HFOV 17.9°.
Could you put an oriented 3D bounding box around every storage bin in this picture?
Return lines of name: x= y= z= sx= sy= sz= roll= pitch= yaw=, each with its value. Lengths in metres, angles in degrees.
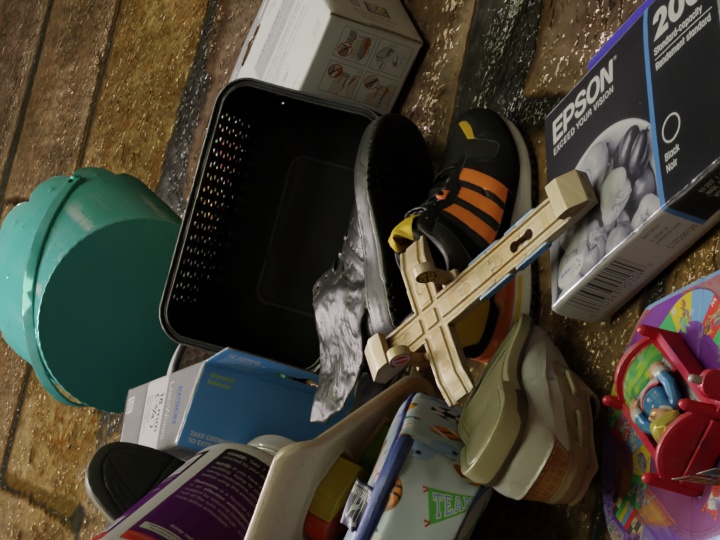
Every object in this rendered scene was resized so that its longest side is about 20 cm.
storage bin: x=-0.051 y=-0.028 z=1.679 sx=0.094 sy=0.135 sz=0.201 roll=11 pitch=-86 yaw=-73

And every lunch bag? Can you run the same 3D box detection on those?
lunch bag: x=0.024 y=0.168 z=1.403 sx=0.200 sy=0.075 sz=0.161 roll=-48 pitch=-18 yaw=-76

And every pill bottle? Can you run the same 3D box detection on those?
pill bottle: x=-0.103 y=0.190 z=1.533 sx=0.200 sy=0.112 sz=0.113 roll=-37 pitch=-13 yaw=-49

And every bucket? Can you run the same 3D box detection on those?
bucket: x=-0.218 y=0.023 z=2.004 sx=0.135 sy=0.207 sz=0.208 roll=32 pitch=106 yaw=62

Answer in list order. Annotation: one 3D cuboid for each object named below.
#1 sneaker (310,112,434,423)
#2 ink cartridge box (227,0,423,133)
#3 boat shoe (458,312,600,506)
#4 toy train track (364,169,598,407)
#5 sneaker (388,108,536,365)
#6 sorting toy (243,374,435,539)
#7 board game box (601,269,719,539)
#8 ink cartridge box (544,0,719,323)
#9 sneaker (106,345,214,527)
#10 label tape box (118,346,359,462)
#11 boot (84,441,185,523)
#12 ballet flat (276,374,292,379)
sneaker: x=0.003 y=0.000 z=1.569 sx=0.104 sy=0.060 sz=0.201 roll=-26 pitch=63 yaw=51
ink cartridge box: x=-0.042 y=-0.143 z=1.831 sx=0.200 sy=0.084 sz=0.176 roll=-65 pitch=23 yaw=23
boat shoe: x=0.103 y=0.088 z=1.359 sx=0.075 sy=0.068 sz=0.200 roll=-60 pitch=4 yaw=21
toy train track: x=0.064 y=0.004 z=1.389 sx=0.200 sy=0.032 sz=0.115 roll=-41 pitch=51 yaw=33
sneaker: x=0.062 y=-0.034 z=1.509 sx=0.070 sy=0.090 sz=0.201 roll=-48 pitch=35 yaw=47
sorting toy: x=-0.020 y=0.173 z=1.497 sx=0.200 sy=0.036 sz=0.186 roll=-21 pitch=-45 yaw=-62
board game box: x=0.170 y=0.073 z=1.252 sx=0.200 sy=0.039 sz=0.159 roll=-32 pitch=47 yaw=58
ink cartridge box: x=0.174 y=-0.101 z=1.353 sx=0.198 sy=0.043 sz=0.201 roll=-47 pitch=34 yaw=49
sneaker: x=-0.157 y=0.160 z=1.921 sx=0.146 sy=0.077 sz=0.203 roll=-38 pitch=43 yaw=52
label tape box: x=-0.077 y=0.119 z=1.668 sx=0.200 sy=0.144 sz=0.064 roll=-24 pitch=52 yaw=63
boot: x=-0.130 y=0.213 z=1.682 sx=0.074 sy=0.203 sz=0.154 roll=-62 pitch=9 yaw=-30
ballet flat: x=-0.068 y=0.047 z=1.790 sx=0.200 sy=0.070 sz=0.067 roll=-57 pitch=28 yaw=36
